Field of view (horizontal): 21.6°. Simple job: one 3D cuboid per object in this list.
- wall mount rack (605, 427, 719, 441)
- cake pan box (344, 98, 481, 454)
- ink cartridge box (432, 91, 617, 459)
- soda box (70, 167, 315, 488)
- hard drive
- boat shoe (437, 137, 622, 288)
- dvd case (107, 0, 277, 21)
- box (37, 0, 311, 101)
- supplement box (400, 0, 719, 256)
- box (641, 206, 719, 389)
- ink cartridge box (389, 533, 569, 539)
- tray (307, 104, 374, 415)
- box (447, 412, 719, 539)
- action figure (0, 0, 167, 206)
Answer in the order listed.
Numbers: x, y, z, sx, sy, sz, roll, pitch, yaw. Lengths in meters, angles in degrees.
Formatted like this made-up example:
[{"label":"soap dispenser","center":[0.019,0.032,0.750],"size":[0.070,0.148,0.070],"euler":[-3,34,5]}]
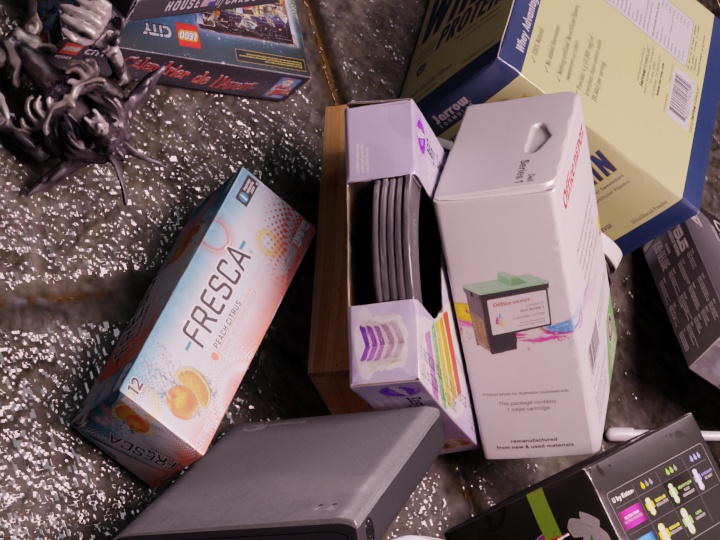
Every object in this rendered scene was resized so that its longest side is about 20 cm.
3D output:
[{"label":"wall mount rack","center":[0.268,0.187,1.398],"size":[0.173,0.074,0.202],"euler":[23,53,-33]},{"label":"cake pan box","center":[0.034,0.008,1.222],"size":[0.200,0.052,0.186],"euler":[51,34,-66]},{"label":"ink cartridge box","center":[0.115,0.002,1.268],"size":[0.145,0.083,0.202],"euler":[-68,150,-58]},{"label":"soda box","center":[-0.101,0.033,1.175],"size":[0.068,0.063,0.201],"euler":[39,47,-16]},{"label":"hard drive","center":[-0.040,0.126,1.078],"size":[0.200,0.138,0.033],"euler":[-40,122,-70]},{"label":"boat shoe","center":[0.097,-0.031,1.372],"size":[0.199,0.074,0.061],"euler":[31,69,-17]},{"label":"dvd case","center":[-0.157,-0.239,1.225],"size":[0.200,0.025,0.150],"euler":[48,35,19]},{"label":"box","center":[-0.134,-0.195,1.286],"size":[0.198,0.038,0.138],"euler":[5,64,-38]},{"label":"supplement box","center":[0.154,-0.143,1.431],"size":[0.199,0.134,0.201],"euler":[34,49,-21]},{"label":"box","center":[0.301,0.039,1.463],"size":[0.157,0.050,0.201],"euler":[32,25,-23]},{"label":"ink cartridge box","center":[0.003,0.182,1.110],"size":[0.199,0.162,0.051],"euler":[-19,83,-44]},{"label":"tray","center":[0.000,0.000,1.258],"size":[0.099,0.037,0.202],"euler":[64,24,-56]},{"label":"box","center":[0.180,0.222,1.247],"size":[0.124,0.148,0.202],"euler":[-20,80,-42]},{"label":"action figure","center":[-0.199,-0.125,1.144],"size":[0.119,0.102,0.200],"euler":[-44,95,-1]}]
